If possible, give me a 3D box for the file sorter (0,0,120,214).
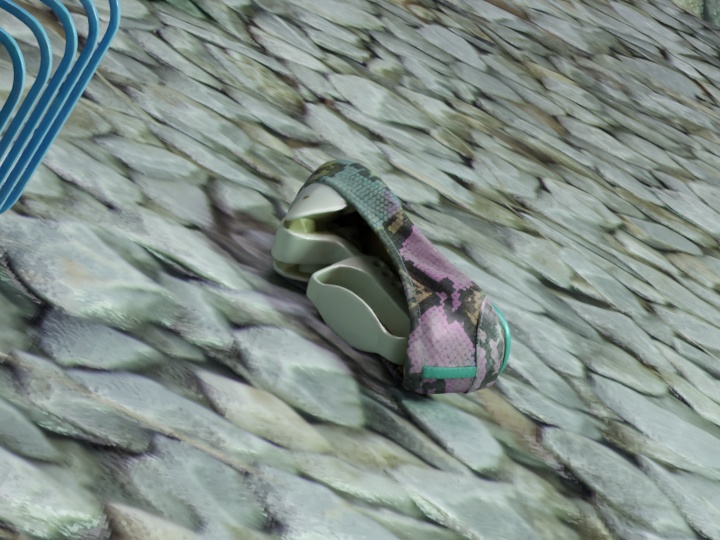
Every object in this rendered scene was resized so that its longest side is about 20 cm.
[{"bbox_3d":[-0.191,-0.079,1.224,0.123,0.139,0.200,33,14,-1],"label":"file sorter"}]

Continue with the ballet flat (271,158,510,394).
[{"bbox_3d":[0.000,0.000,1.477,0.071,0.069,0.200,-3,30,-29],"label":"ballet flat"}]
